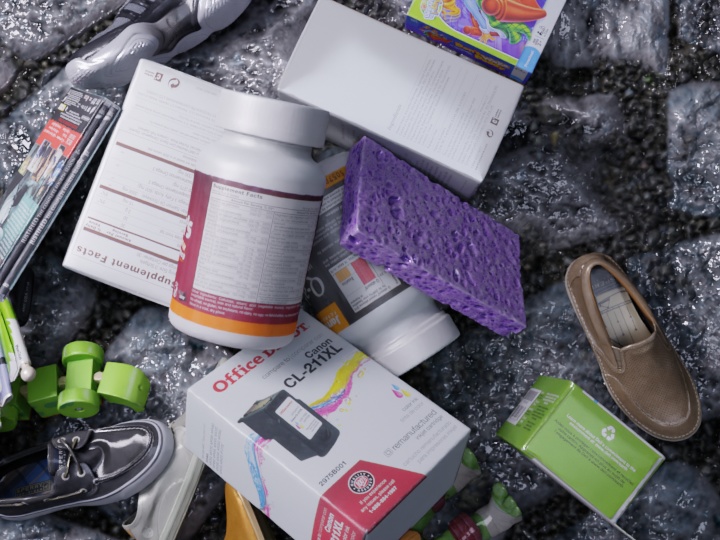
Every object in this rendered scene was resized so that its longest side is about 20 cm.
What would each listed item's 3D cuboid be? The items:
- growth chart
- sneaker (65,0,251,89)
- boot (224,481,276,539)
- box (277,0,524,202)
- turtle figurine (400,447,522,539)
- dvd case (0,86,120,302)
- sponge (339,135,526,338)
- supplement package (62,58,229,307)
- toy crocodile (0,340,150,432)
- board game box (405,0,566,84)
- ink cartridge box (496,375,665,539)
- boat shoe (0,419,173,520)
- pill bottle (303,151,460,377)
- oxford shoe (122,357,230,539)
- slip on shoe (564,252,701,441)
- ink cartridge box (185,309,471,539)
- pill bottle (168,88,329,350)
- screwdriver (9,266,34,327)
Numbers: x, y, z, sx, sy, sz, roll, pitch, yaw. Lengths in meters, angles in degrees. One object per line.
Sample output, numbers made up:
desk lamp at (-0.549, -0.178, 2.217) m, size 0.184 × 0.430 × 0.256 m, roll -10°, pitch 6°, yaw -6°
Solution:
growth chart at (-0.372, 0.120, 0.924) m, size 0.200 × 0.018 × 0.145 m, roll -45°, pitch 53°, yaw 9°
sneaker at (-0.211, -0.261, 0.970) m, size 0.200 × 0.075 × 0.114 m, roll -32°, pitch 85°, yaw -11°
boot at (-0.140, 0.304, 0.940) m, size 0.144 × 0.071 × 0.201 m, roll -20°, pitch 91°, yaw -1°
box at (0.035, -0.154, 0.937) m, size 0.200 × 0.124 × 0.098 m, roll 25°, pitch 85°, yaw 1°
turtle figurine at (0.034, 0.230, 0.901) m, size 0.194 × 0.144 × 0.200 m, roll -36°, pitch 103°, yaw -10°
dvd case at (-0.298, -0.077, 0.934) m, size 0.022 × 0.146 × 0.200 m, roll 33°, pitch 86°, yaw -30°
sponge at (0.069, -0.027, 0.906) m, size 0.200 × 0.030 × 0.112 m, roll 29°, pitch 46°, yaw -27°
supplement package at (-0.176, -0.073, 0.938) m, size 0.117 × 0.117 × 0.200 m, roll 20°, pitch 88°, yaw -1°
toy crocodile at (-0.302, 0.116, 0.960) m, size 0.200 × 0.062 × 0.068 m, roll -8°, pitch 55°, yaw 2°
board game box at (0.146, -0.304, 0.985) m, size 0.134 × 0.045 × 0.200 m, roll 25°, pitch 87°, yaw 2°
ink cartridge box at (0.231, 0.187, 0.906) m, size 0.200 × 0.148 × 0.076 m, roll 38°, pitch 87°, yaw 1°
boat shoe at (-0.271, 0.179, 0.926) m, size 0.200 × 0.066 × 0.070 m, roll -17°, pitch 62°, yaw 17°
pill bottle at (0.000, 0.000, 0.933) m, size 0.116 × 0.116 × 0.200 m, roll -32°, pitch 86°, yaw -1°
oxford shoe at (-0.170, 0.173, 0.947) m, size 0.058 × 0.075 × 0.200 m, roll 23°, pitch 92°, yaw -1°
slip on shoe at (0.261, 0.073, 0.954) m, size 0.076 × 0.061 × 0.200 m, roll -26°, pitch 87°, yaw -1°
ink cartridge box at (-0.032, 0.143, 0.861) m, size 0.200 × 0.083 × 0.146 m, roll 34°, pitch 48°, yaw 24°
pill bottle at (-0.090, -0.043, 0.837) m, size 0.109 × 0.110 × 0.200 m, roll 12°, pitch 99°, yaw 1°
screwdriver at (-0.329, 0.087, 0.940) m, size 0.028 × 0.029 × 0.200 m, roll -3°, pitch 65°, yaw 5°
